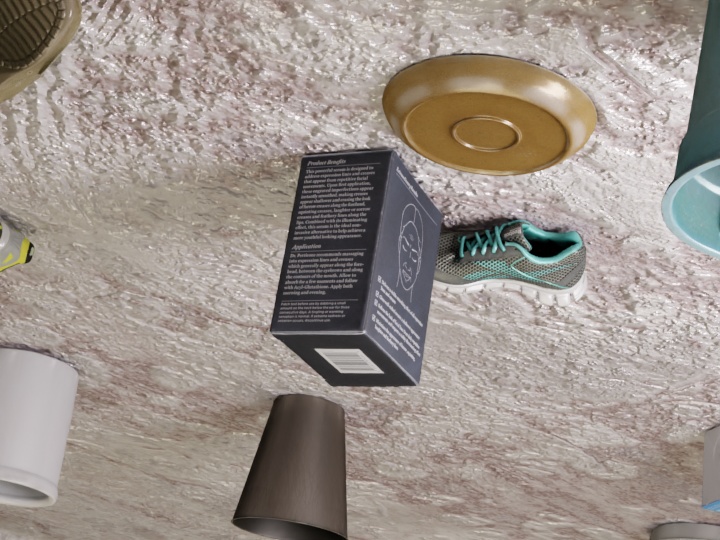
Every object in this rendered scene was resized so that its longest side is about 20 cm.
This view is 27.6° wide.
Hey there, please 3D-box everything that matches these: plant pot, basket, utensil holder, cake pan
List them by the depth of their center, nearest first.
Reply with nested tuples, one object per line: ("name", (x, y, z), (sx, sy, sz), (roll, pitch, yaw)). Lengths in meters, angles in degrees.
("plant pot", (0.328, -0.127, 1.078), (0.200, 0.197, 0.200), (8, 157, 3))
("plant pot", (0.117, -0.135, 1.357), (0.199, 0.028, 0.200), (7, 157, 3))
("utensil holder", (-0.524, 0.239, 2.229), (0.169, 0.201, 0.170), (8, 158, 3))
("basket", (-0.094, 0.301, 2.239), (0.180, 0.201, 0.136), (12, 157, -9))
("cake pan", (0.613, 0.497, 2.658), (0.200, 0.037, 0.200), (7, 157, 3))

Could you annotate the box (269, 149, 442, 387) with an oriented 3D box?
("box", (0.000, 0.000, 1.492), (0.107, 0.201, 0.148), (-1, 155, 25))

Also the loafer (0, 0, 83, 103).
("loafer", (-0.306, -0.203, 1.299), (0.200, 0.067, 0.076), (-29, 96, 39))

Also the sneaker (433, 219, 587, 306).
("sneaker", (0.151, -0.023, 1.576), (0.199, 0.078, 0.091), (6, 142, -2))

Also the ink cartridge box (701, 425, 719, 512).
("ink cartridge box", (0.593, 0.297, 2.092), (0.199, 0.115, 0.068), (13, 157, -11))

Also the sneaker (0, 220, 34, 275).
("sneaker", (-0.483, -0.010, 1.807), (0.200, 0.076, 0.076), (-11, 150, 41))
